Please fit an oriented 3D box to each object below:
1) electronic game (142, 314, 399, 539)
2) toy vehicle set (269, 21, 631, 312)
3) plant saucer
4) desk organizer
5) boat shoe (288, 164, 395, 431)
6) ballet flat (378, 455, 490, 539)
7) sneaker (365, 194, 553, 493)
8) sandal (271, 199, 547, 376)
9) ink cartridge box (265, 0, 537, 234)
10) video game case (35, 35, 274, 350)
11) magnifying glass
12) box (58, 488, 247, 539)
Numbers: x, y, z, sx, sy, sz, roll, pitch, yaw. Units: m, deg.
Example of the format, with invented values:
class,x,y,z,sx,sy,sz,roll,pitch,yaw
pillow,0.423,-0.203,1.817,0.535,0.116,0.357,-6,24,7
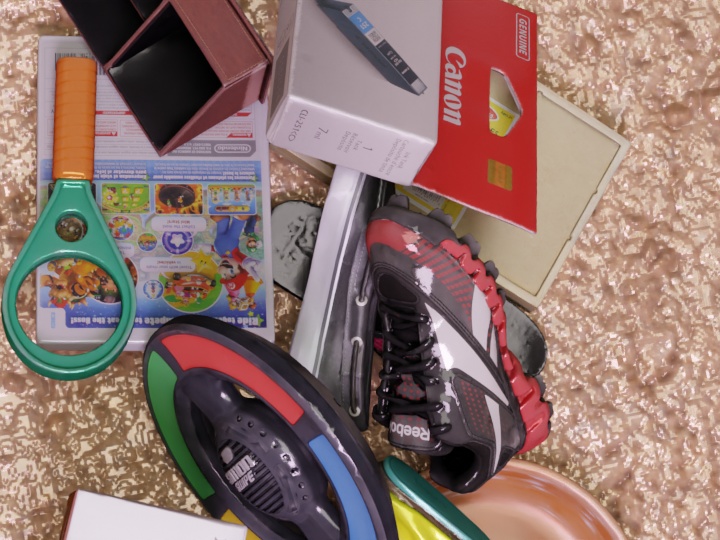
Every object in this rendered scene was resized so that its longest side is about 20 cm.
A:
class,x,y,z,sx,sy,sz,roll,pitch,yaw
electronic game,-0.054,0.111,1.365,0.042,0.200,0.200,-39,90,-29
toy vehicle set,0.057,-0.079,1.485,0.199,0.027,0.125,32,80,-4
plant saucer,0.078,0.216,1.451,0.199,0.037,0.202,1,83,-9
desk organizer,-0.139,-0.176,1.427,0.077,0.072,0.201,-31,81,-15
boat shoe,0.000,0.000,1.420,0.056,0.069,0.201,14,90,5
ballet flat,0.072,0.191,1.410,0.200,0.067,0.067,36,101,0
sneaker,0.045,0.051,1.381,0.098,0.071,0.201,-47,128,-29
sandal,0.024,0.022,1.460,0.199,0.045,0.075,28,81,-4
ink cartridge box,0.036,-0.132,1.414,0.175,0.045,0.201,18,45,-15
video game case,-0.126,-0.048,1.435,0.142,0.018,0.201,1,69,-8
magnifying glass,-0.172,-0.032,1.401,0.079,0.022,0.201,2,69,-7
box,-0.132,0.196,1.340,0.097,0.200,0.125,14,82,-7
